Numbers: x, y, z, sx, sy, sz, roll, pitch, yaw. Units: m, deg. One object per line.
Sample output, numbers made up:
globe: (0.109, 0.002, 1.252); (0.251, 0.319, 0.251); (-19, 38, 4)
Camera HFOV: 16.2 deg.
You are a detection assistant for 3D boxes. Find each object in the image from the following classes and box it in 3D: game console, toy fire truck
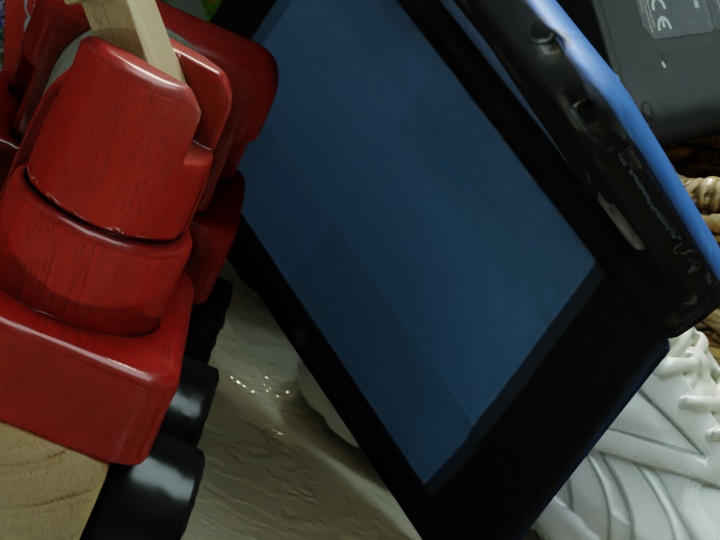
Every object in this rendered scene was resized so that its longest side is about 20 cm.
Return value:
game console: (-0.003, -0.042, 0.687); (0.200, 0.118, 0.171); (54, 4, 30)
toy fire truck: (-0.072, -0.046, 0.634); (0.128, 0.201, 0.176); (23, 19, -7)

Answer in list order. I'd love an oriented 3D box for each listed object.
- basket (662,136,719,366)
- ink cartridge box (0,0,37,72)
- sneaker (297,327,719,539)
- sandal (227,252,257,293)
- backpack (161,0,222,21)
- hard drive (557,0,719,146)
basket: (0.158, -0.017, 0.888); (0.143, 0.149, 0.200); (43, 22, 7)
ink cartridge box: (-0.152, -0.077, 0.750); (0.109, 0.051, 0.200); (22, 30, 26)
sneaker: (0.081, 0.041, 0.751); (0.199, 0.100, 0.078); (28, 19, 9)
sandal: (0.001, 0.001, 0.857); (0.200, 0.048, 0.075); (34, 19, -17)
backpack: (-0.023, -0.126, 0.941); (0.147, 0.200, 0.183); (-33, 64, -18)
hard drive: (0.114, -0.116, 0.856); (0.200, 0.033, 0.140); (-12, 86, -51)
